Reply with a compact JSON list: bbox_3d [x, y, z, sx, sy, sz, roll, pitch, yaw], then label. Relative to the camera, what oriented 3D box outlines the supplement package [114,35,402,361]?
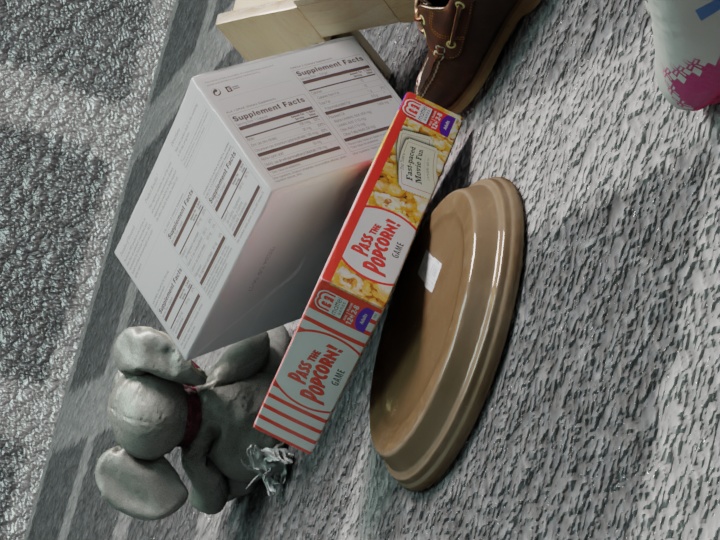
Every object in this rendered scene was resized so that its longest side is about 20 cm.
[{"bbox_3d":[-0.067,-0.054,1.452,0.111,0.155,0.201,54,139,20],"label":"supplement package"}]

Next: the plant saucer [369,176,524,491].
[{"bbox_3d":[0.048,0.035,1.210,0.200,0.029,0.202,-162,90,-78],"label":"plant saucer"}]

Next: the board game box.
[{"bbox_3d":[0.000,0.000,1.303,0.201,0.046,0.152,-67,2,-47],"label":"board game box"}]

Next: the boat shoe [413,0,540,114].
[{"bbox_3d":[0.071,-0.178,1.296,0.200,0.070,0.071,122,159,-51],"label":"boat shoe"}]

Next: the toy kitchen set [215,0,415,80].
[{"bbox_3d":[0.030,-0.221,1.519,0.198,0.181,0.165,-7,55,31],"label":"toy kitchen set"}]

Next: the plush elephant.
[{"bbox_3d":[-0.142,0.118,1.602,0.200,0.153,0.166,-128,57,-75],"label":"plush elephant"}]

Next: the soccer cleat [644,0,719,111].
[{"bbox_3d":[0.145,-0.142,0.855,0.200,0.085,0.070,105,175,-62],"label":"soccer cleat"}]
